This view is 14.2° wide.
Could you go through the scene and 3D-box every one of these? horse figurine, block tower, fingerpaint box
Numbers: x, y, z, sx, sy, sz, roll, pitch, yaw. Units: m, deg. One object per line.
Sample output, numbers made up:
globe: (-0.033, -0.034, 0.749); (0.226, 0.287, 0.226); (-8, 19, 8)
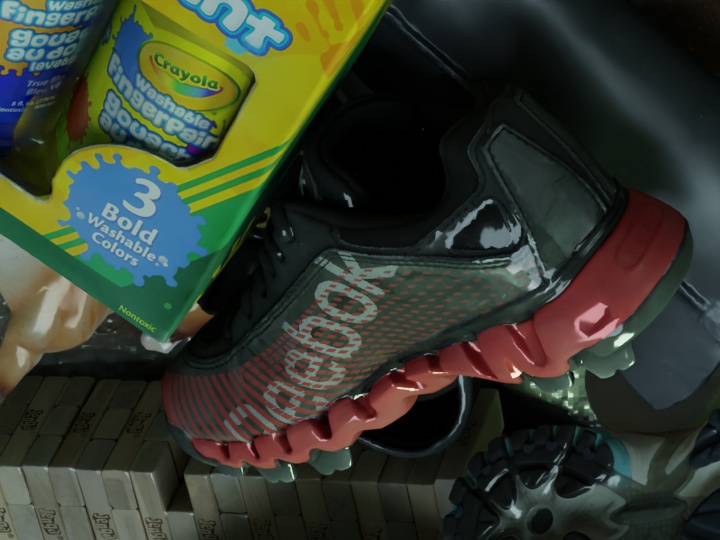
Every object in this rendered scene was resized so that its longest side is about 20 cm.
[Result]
horse figurine: (-0.134, -0.022, 0.958); (0.132, 0.050, 0.200); (-27, 121, 11)
block tower: (-0.049, 0.075, 1.017); (0.199, 0.054, 0.058); (0, 126, 19)
fingerpaint box: (-0.094, -0.100, 0.822); (0.200, 0.073, 0.167); (35, 133, 0)

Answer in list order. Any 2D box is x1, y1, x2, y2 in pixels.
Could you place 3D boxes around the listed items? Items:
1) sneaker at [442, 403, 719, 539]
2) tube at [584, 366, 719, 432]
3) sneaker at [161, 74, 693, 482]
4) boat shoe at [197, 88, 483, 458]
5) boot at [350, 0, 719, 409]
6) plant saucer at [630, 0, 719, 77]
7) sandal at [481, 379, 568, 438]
sneaker: (0.128, 0.078, 0.903); (0.199, 0.078, 0.086); (-2, 166, 38)
tube: (0.133, 0.080, 1.021); (0.058, 0.052, 0.200); (10, 156, 32)
sneaker: (0.000, 0.000, 0.852); (0.200, 0.071, 0.098); (-23, 115, 44)
boat shoe: (-0.030, -0.021, 0.937); (0.074, 0.063, 0.201); (-34, 112, 28)
boot: (0.074, -0.072, 0.840); (0.200, 0.066, 0.165); (47, 134, -4)
plant saucer: (0.125, -0.047, 0.926); (0.199, 0.037, 0.201); (3, 133, 3)
sandal: (0.042, 0.076, 1.043); (0.200, 0.045, 0.075); (35, 125, -25)
